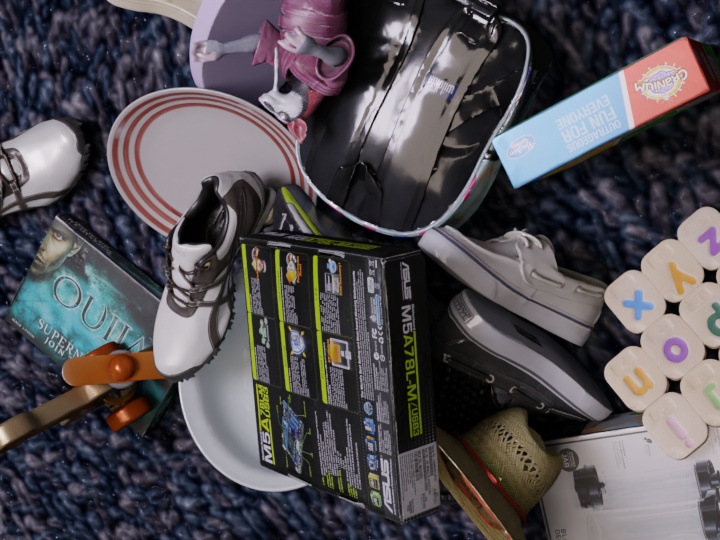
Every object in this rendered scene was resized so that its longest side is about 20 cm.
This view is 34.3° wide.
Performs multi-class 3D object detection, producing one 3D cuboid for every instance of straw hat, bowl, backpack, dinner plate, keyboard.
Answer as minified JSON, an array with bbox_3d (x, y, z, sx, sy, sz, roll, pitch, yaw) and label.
[{"bbox_3d":[0.117,0.158,0.945,0.085,0.201,0.202,-38,83,-7],"label":"straw hat"},{"bbox_3d":[-0.062,0.096,1.072,0.199,0.090,0.204,-2,85,24],"label":"bowl"},{"bbox_3d":[0.047,-0.131,0.969,0.176,0.150,0.202,28,98,16],"label":"backpack"},{"bbox_3d":[-0.134,-0.091,1.070,0.198,0.024,0.202,8,135,8],"label":"dinner plate"},{"bbox_3d":[0.066,0.115,1.033,0.126,0.021,0.202,5,104,-23],"label":"keyboard"}]

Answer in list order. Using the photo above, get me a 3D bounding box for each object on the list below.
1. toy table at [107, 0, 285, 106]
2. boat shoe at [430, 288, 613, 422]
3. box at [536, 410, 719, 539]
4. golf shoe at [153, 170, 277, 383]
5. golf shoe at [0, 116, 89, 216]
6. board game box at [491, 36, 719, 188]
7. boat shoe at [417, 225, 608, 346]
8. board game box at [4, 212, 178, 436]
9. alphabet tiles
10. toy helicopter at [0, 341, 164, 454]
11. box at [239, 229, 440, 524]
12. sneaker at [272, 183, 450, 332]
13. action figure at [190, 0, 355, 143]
[{"bbox_3d":[-0.118,-0.242,1.014,0.117,0.183,0.201,51,145,17],"label":"toy table"},{"bbox_3d":[0.130,0.087,0.968,0.066,0.199,0.070,-45,40,17],"label":"boat shoe"},{"bbox_3d":[0.252,0.179,0.988,0.198,0.060,0.118,-13,94,23],"label":"box"},{"bbox_3d":[-0.147,0.001,1.020,0.077,0.094,0.202,26,96,28],"label":"golf shoe"},{"bbox_3d":[-0.360,-0.089,1.160,0.199,0.094,0.078,-27,87,21],"label":"golf shoe"},{"bbox_3d":[0.196,-0.121,0.886,0.152,0.200,0.041,-27,89,23],"label":"board game box"},{"bbox_3d":[0.132,-0.001,0.952,0.199,0.072,0.066,28,96,-31],"label":"boat shoe"},{"bbox_3d":[-0.259,0.054,1.186,0.199,0.028,0.136,36,110,12],"label":"board game box"},{"bbox_3d":[0.298,0.054,0.936,0.200,0.015,0.196,-41,64,7],"label":"alphabet tiles"},{"bbox_3d":[-0.254,0.117,1.070,0.132,0.199,0.079,-33,87,41],"label":"toy helicopter"},{"bbox_3d":[-0.020,0.076,0.912,0.192,0.047,0.203,9,107,54],"label":"box"},{"bbox_3d":[0.000,0.000,0.989,0.200,0.081,0.074,48,149,13],"label":"sneaker"},{"bbox_3d":[-0.037,-0.199,0.899,0.133,0.148,0.202,28,122,41],"label":"action figure"}]
